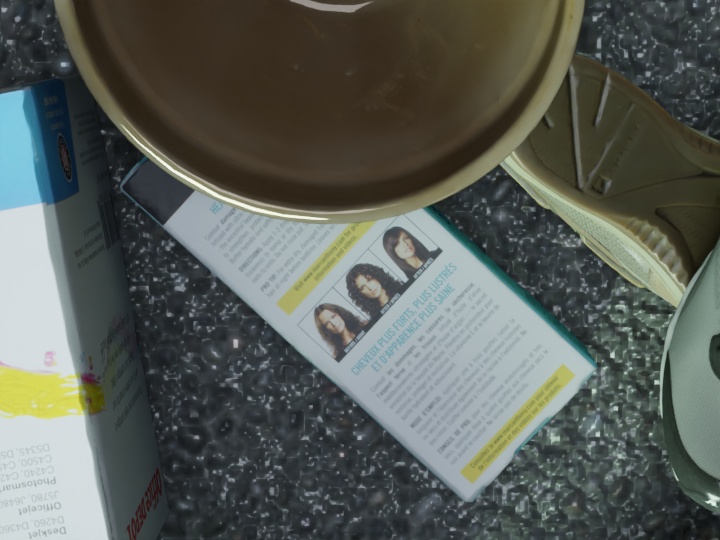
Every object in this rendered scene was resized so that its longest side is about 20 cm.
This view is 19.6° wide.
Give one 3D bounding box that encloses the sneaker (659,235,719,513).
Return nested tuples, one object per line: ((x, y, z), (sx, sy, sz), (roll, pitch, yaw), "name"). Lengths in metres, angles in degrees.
((0.165, -0.003, 0.801), (0.074, 0.079, 0.200), (20, 88, 14), "sneaker")

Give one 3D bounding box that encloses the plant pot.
((-0.013, -0.126, 0.799), (0.200, 0.093, 0.201), (2, 115, 5), "plant pot")

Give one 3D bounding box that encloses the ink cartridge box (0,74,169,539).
((-0.171, 0.033, 0.844), (0.146, 0.147, 0.200), (-10, 96, 2), "ink cartridge box")

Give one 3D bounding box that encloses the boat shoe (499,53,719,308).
((0.128, -0.026, 0.872), (0.200, 0.065, 0.072), (33, 87, -21), "boat shoe")

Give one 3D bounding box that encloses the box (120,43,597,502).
((0.000, 0.000, 0.884), (0.200, 0.049, 0.082), (43, 96, -4), "box")

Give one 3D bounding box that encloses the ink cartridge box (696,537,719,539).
((0.152, 0.232, 0.867), (0.200, 0.084, 0.145), (47, 126, -4), "ink cartridge box")
